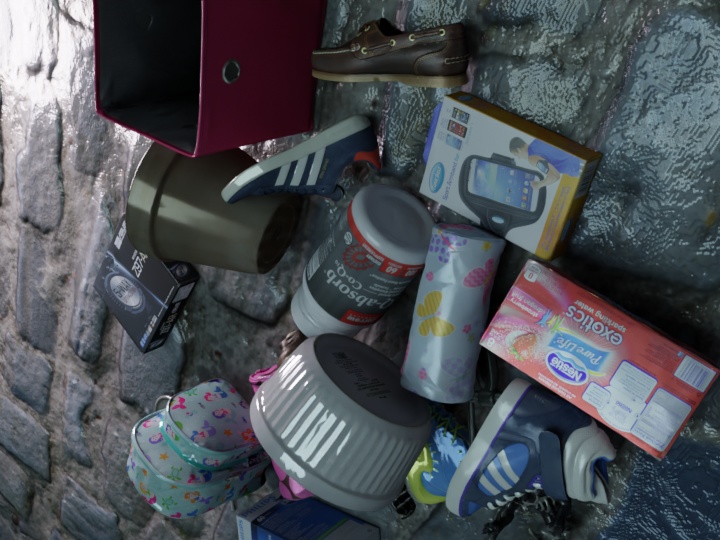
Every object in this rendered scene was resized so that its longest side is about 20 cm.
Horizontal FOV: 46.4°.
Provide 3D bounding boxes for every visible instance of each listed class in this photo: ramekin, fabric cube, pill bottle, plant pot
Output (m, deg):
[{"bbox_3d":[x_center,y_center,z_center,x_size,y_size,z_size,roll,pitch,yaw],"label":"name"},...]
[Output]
[{"bbox_3d":[-0.014,0.160,0.946,0.200,0.200,0.105,42,109,22],"label":"ramekin"},{"bbox_3d":[-0.182,-0.270,1.017,0.200,0.199,0.197,27,122,32],"label":"fabric cube"},{"bbox_3d":[0.000,0.000,1.017,0.116,0.116,0.200,51,132,15],"label":"pill bottle"},{"bbox_3d":[-0.182,-0.080,1.117,0.173,0.200,0.200,25,123,13],"label":"plant pot"}]

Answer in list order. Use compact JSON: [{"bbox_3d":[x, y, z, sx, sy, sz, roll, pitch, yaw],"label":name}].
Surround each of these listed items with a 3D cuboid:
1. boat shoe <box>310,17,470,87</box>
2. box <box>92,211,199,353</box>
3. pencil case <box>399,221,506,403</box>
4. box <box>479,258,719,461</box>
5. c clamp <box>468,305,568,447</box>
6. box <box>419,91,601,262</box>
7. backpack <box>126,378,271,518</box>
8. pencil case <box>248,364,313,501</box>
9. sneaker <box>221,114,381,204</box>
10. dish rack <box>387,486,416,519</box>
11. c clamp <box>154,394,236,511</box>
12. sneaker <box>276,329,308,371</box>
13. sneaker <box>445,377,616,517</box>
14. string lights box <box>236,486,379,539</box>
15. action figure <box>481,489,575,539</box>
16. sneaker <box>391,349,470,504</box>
[{"bbox_3d":[0.030,-0.244,0.929,0.200,0.070,0.070,9,119,30],"label":"boat shoe"},{"bbox_3d":[-0.359,0.018,1.392,0.160,0.043,0.200,50,132,14],"label":"box"},{"bbox_3d":[0.104,0.047,0.931,0.083,0.091,0.200,19,104,38],"label":"pencil case"},{"bbox_3d":[0.232,0.081,0.819,0.200,0.095,0.103,32,100,19],"label":"box"},{"bbox_3d":[0.193,0.120,0.940,0.200,0.027,0.171,-13,85,43],"label":"c clamp"},{"bbox_3d":[0.145,-0.107,0.900,0.200,0.041,0.119,30,124,27],"label":"box"},{"bbox_3d":[-0.245,0.270,1.271,0.178,0.200,0.151,41,132,30],"label":"backpack"},{"bbox_3d":[-0.104,0.232,1.224,0.094,0.091,0.200,3,107,58],"label":"pencil case"},{"bbox_3d":[-0.067,-0.110,1.011,0.200,0.075,0.085,-25,101,7],"label":"sneaker"},{"bbox_3d":[-0.004,0.244,1.099,0.055,0.153,0.200,-39,76,6],"label":"dish rack"},{"bbox_3d":[-0.292,0.308,1.457,0.200,0.027,0.171,21,119,34],"label":"c clamp"},{"bbox_3d":[-0.084,0.113,1.104,0.076,0.070,0.200,56,175,16],"label":"sneaker"},{"bbox_3d":[0.186,0.224,0.893,0.146,0.081,0.200,33,122,21],"label":"sneaker"},{"bbox_3d":[-0.079,0.396,1.249,0.200,0.103,0.059,12,115,39],"label":"string lights box"},{"bbox_3d":[0.201,0.299,0.966,0.200,0.102,0.119,58,145,6],"label":"action figure"},{"bbox_3d":[0.100,0.193,1.048,0.105,0.076,0.200,-6,102,24],"label":"sneaker"}]
